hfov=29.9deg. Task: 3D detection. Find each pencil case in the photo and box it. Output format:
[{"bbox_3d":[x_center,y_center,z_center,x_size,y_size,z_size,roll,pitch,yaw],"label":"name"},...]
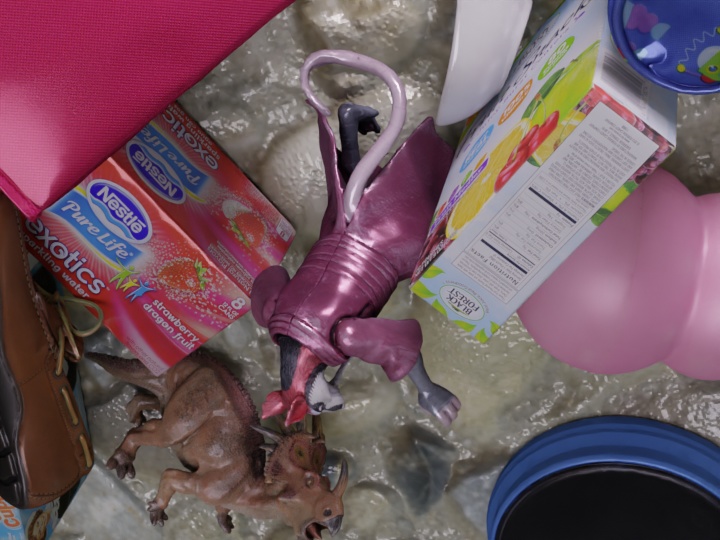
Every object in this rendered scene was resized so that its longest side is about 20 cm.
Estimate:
[{"bbox_3d":[0.150,-0.169,0.613,0.087,0.201,0.078,38,131,-26],"label":"pencil case"}]

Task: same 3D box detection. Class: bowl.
[{"bbox_3d":[0.184,0.193,0.931,0.200,0.039,0.201,8,123,12],"label":"bowl"}]

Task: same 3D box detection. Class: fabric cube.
[{"bbox_3d":[-0.144,-0.170,0.656,0.199,0.200,0.196,-42,105,-1],"label":"fabric cube"}]

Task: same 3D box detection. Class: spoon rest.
[{"bbox_3d":[0.070,-0.168,0.704,0.060,0.099,0.201,20,121,0],"label":"spoon rest"}]

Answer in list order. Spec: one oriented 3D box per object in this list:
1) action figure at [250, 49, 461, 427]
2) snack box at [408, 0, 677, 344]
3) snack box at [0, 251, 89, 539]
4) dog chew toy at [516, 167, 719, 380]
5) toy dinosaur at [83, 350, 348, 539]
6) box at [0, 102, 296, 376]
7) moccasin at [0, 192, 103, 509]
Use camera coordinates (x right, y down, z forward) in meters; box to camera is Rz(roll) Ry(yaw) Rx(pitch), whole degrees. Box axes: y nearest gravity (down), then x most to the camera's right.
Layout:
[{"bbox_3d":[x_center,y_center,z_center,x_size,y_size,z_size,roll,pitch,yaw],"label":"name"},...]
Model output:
[{"bbox_3d":[0.000,0.000,0.764,0.133,0.201,0.149,15,150,24],"label":"action figure"},{"bbox_3d":[0.099,-0.073,0.690,0.053,0.200,0.142,36,124,-9],"label":"snack box"},{"bbox_3d":[-0.237,0.093,0.942,0.037,0.116,0.201,5,123,13],"label":"snack box"},{"bbox_3d":[0.191,0.006,0.768,0.199,0.125,0.125,11,124,0],"label":"dog chew toy"},{"bbox_3d":[-0.096,0.111,0.939,0.135,0.086,0.200,-39,89,21],"label":"toy dinosaur"},{"bbox_3d":[-0.149,-0.047,0.841,0.100,0.096,0.200,-34,107,30],"label":"box"},{"bbox_3d":[-0.202,0.047,0.823,0.073,0.078,0.202,10,118,46],"label":"moccasin"}]
